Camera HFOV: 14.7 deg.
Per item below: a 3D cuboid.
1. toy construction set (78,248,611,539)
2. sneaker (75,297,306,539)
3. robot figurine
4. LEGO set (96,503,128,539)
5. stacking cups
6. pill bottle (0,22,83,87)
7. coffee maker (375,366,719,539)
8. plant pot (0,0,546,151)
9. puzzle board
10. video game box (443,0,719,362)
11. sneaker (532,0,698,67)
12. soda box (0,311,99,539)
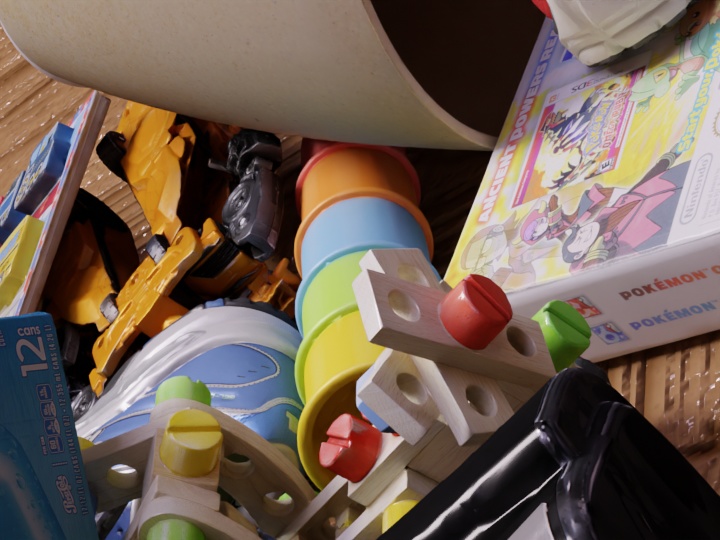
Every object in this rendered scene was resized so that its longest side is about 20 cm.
[{"bbox_3d":[-0.001,0.053,0.827,0.200,0.131,0.093,-38,30,46],"label":"toy construction set"},{"bbox_3d":[-0.094,0.094,0.979,0.200,0.076,0.077,-45,28,13],"label":"sneaker"},{"bbox_3d":[-0.076,-0.004,1.090,0.145,0.058,0.200,-52,26,11],"label":"robot figurine"},{"bbox_3d":[-0.169,0.130,0.898,0.201,0.153,0.116,-57,30,0],"label":"LEGO set"},{"bbox_3d":[0.000,0.000,0.978,0.060,0.060,0.200,-38,29,18],"label":"stacking cups"},{"bbox_3d":[-0.068,-0.143,1.203,0.199,0.116,0.116,-12,44,48],"label":"pill bottle"},{"bbox_3d":[0.014,0.123,0.723,0.200,0.135,0.192,-40,28,14],"label":"coffee maker"},{"bbox_3d":[-0.034,-0.127,1.015,0.199,0.188,0.188,-5,48,37],"label":"plant pot"},{"bbox_3d":[-0.164,0.029,1.147,0.200,0.017,0.151,-44,25,55],"label":"puzzle board"},{"bbox_3d":[0.125,-0.067,0.902,0.182,0.047,0.201,-15,42,43],"label":"video game box"},{"bbox_3d":[0.092,-0.162,0.934,0.077,0.085,0.201,-22,35,38],"label":"sneaker"},{"bbox_3d":[-0.114,0.118,0.823,0.068,0.064,0.201,-18,83,39],"label":"soda box"}]
